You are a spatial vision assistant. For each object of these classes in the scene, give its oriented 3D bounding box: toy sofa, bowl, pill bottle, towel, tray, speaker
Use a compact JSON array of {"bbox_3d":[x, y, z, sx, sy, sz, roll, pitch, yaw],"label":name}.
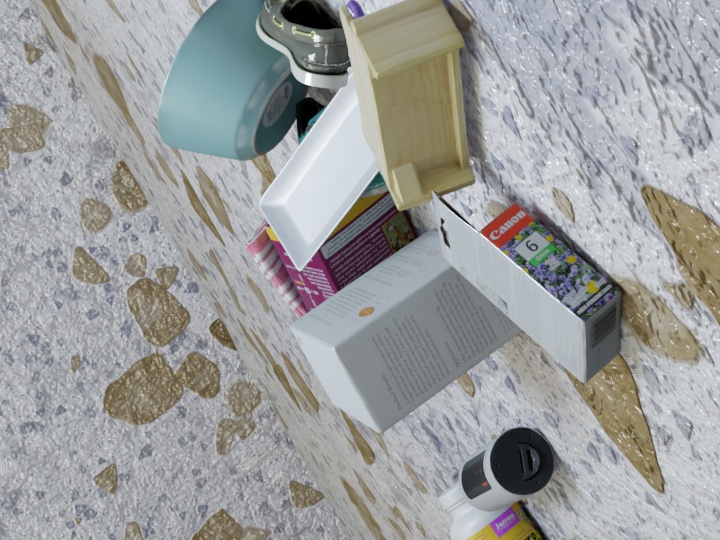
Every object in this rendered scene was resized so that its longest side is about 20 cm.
[{"bbox_3d":[0.045,-0.157,1.213,0.201,0.082,0.098,77,171,-54],"label":"toy sofa"},{"bbox_3d":[-0.130,-0.205,1.545,0.104,0.202,0.201,31,160,13],"label":"bowl"},{"bbox_3d":[0.190,0.370,1.839,0.201,0.104,0.104,55,166,6],"label":"pill bottle"},{"bbox_3d":[-0.039,-0.013,1.638,0.030,0.147,0.201,11,144,52],"label":"towel"},{"bbox_3d":[-0.029,-0.105,1.451,0.022,0.201,0.108,5,-138,-48],"label":"tray"},{"bbox_3d":[0.176,0.245,1.664,0.082,0.081,0.200,54,166,8],"label":"speaker"}]

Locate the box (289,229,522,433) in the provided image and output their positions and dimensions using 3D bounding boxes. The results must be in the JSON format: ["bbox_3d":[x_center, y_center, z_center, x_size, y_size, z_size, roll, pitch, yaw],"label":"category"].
[{"bbox_3d":[0.050,0.058,1.432,0.107,0.199,0.152,60,166,-16],"label":"box"}]

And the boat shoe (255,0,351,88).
[{"bbox_3d":[-0.057,-0.250,1.400,0.202,0.071,0.061,-124,37,-55],"label":"boat shoe"}]

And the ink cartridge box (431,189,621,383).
[{"bbox_3d":[0.151,0.002,1.246,0.200,0.050,0.109,44,162,30],"label":"ink cartridge box"}]

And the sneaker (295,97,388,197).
[{"bbox_3d":[-0.018,-0.139,1.497,0.199,0.071,0.081,27,143,54],"label":"sneaker"}]

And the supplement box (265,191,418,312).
[{"bbox_3d":[0.000,0.000,1.589,0.103,0.131,0.202,12,134,54],"label":"supplement box"}]
